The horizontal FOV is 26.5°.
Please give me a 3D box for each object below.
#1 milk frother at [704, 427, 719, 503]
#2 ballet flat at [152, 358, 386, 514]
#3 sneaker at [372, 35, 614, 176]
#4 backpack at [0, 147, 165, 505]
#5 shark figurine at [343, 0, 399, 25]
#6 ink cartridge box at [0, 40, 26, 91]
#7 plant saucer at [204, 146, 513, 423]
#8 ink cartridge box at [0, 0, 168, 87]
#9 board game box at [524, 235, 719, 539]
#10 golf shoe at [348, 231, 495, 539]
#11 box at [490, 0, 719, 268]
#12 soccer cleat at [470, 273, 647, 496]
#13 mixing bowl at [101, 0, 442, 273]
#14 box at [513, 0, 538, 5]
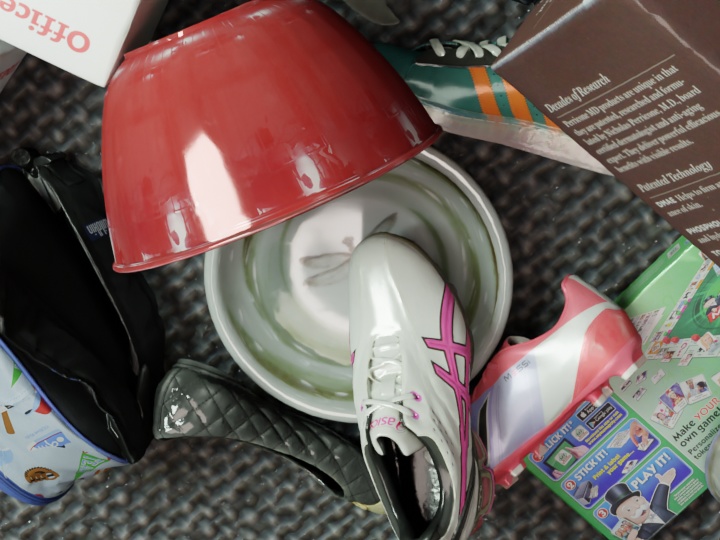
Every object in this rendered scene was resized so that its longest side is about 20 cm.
[{"bbox_3d":[0.288,0.213,0.971,0.200,0.188,0.181,-37,124,12],"label":"milk frother"},{"bbox_3d":[-0.055,0.121,1.017,0.200,0.066,0.057,30,71,-27],"label":"ballet flat"},{"bbox_3d":[0.096,-0.120,0.944,0.199,0.071,0.080,14,107,-7],"label":"sneaker"},{"bbox_3d":[-0.217,0.052,0.967,0.154,0.200,0.191,-33,108,23],"label":"backpack"},{"bbox_3d":[0.020,-0.198,0.914,0.214,0.128,0.090,-29,96,-13],"label":"shark figurine"},{"bbox_3d":[-0.300,-0.083,0.945,0.083,0.145,0.200,37,107,-7],"label":"ink cartridge box"},{"bbox_3d":[0.000,0.000,0.999,0.199,0.050,0.201,2,109,5],"label":"plant saucer"},{"bbox_3d":[-0.161,-0.236,0.880,0.147,0.145,0.200,26,109,-4],"label":"ink cartridge box"},{"bbox_3d":[0.202,0.083,1.023,0.135,0.029,0.200,42,107,-9],"label":"board game box"},{"bbox_3d":[0.032,0.074,0.930,0.072,0.092,0.201,-15,89,20],"label":"golf shoe"},{"bbox_3d":[0.218,-0.128,0.847,0.200,0.164,0.166,39,73,-9],"label":"box"},{"bbox_3d":[0.096,0.089,0.993,0.200,0.067,0.077,-44,78,19],"label":"soccer cleat"},{"bbox_3d":[-0.066,-0.088,0.847,0.200,0.200,0.109,-21,102,11],"label":"mixing bowl"},{"bbox_3d":[0.069,-0.228,0.791,0.159,0.200,0.046,-49,55,28],"label":"box"}]
